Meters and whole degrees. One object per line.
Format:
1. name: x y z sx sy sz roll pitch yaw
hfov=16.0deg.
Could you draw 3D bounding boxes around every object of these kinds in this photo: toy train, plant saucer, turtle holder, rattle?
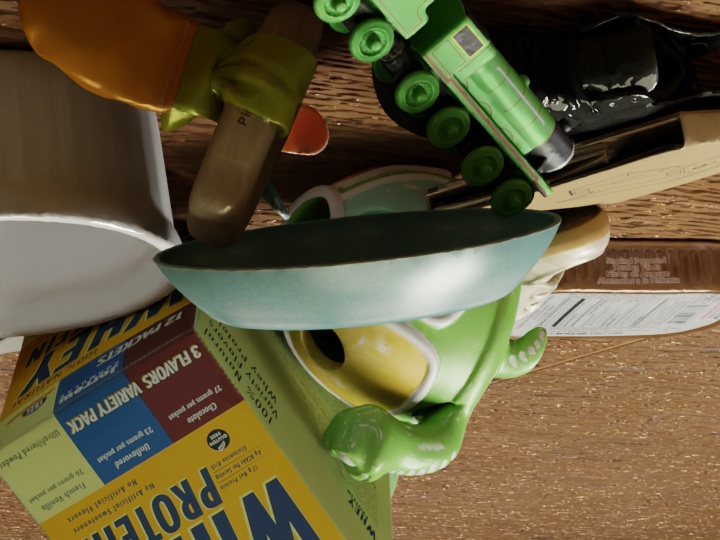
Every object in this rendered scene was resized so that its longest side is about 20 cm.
1. toy train: 0.039 -0.096 1.205 0.056 0.042 0.200 -40 132 6
2. plant saucer: 0.000 0.000 1.251 0.200 0.036 0.200 -6 -173 1
3. turtle holder: 0.014 0.027 1.466 0.132 0.186 0.141 21 174 -30
4. rattle: -0.088 -0.084 1.275 0.143 0.130 0.200 6 -171 1

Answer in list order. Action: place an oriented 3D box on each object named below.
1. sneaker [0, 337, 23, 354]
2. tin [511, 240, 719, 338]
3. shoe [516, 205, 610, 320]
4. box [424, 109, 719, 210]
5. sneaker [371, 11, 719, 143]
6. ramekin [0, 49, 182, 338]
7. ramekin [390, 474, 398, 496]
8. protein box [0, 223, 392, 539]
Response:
1. sneaker: -0.155 0.036 1.591 0.200 0.071 0.073 -14 -178 25
2. tin: 0.165 0.014 1.702 0.200 0.042 0.112 0 157 -17
3. shoe: 0.088 0.004 1.574 0.070 0.053 0.200 -35 -170 -36
4. box: 0.155 -0.060 1.403 0.163 0.021 0.200 -16 175 35
5. sneaker: 0.106 -0.102 1.293 0.104 0.060 0.200 -20 163 41
6. ramekin: -0.193 -0.039 1.331 0.200 0.098 0.201 -5 162 -2
7. ramekin: -0.079 0.099 1.646 0.200 0.200 0.098 -9 155 11
8. protein box: -0.089 0.106 1.443 0.135 0.199 0.200 -31 -163 10
